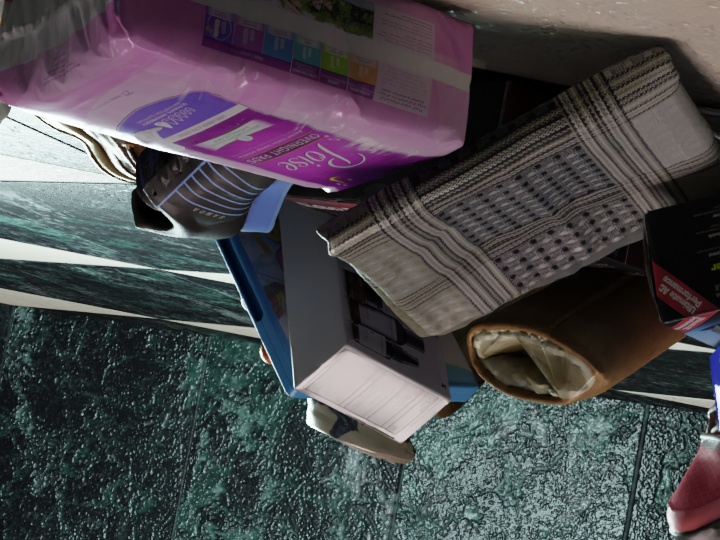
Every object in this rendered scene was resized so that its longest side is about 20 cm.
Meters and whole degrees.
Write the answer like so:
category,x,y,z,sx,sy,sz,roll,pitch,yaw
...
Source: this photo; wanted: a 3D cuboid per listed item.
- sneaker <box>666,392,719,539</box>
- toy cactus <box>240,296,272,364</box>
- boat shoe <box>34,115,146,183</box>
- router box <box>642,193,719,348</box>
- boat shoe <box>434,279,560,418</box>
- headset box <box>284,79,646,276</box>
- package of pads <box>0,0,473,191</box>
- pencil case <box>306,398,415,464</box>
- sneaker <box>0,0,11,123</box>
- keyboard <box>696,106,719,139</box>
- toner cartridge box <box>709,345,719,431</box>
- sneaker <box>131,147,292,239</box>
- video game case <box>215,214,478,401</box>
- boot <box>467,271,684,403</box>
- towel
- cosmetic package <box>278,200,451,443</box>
category,x,y,z,sx,sy,sz,roll,pitch,yaw
sneaker,0.225,0.063,1.433,0.087,0.200,0.074,45,166,-17
toy cactus,-0.068,-0.029,1.753,0.165,0.102,0.200,41,-153,-18
boat shoe,-0.119,-0.089,1.445,0.067,0.072,0.200,10,172,23
router box,0.263,-0.009,1.300,0.199,0.062,0.150,-14,164,26
boat shoe,0.089,0.007,1.635,0.066,0.200,0.074,36,145,16
headset box,0.062,-0.055,1.427,0.148,0.078,0.200,5,171,39
package of pads,-0.059,-0.097,1.182,0.199,0.076,0.120,15,162,-34
pencil case,0.022,0.028,1.681,0.078,0.201,0.089,16,-176,40
sneaker,-0.219,-0.109,1.387,0.072,0.085,0.200,12,173,6
keyboard,0.231,-0.062,1.377,0.056,0.011,0.200,6,172,35
toner cartridge box,0.240,0.034,1.244,0.095,0.043,0.200,-3,164,-6
sneaker,-0.079,-0.066,1.357,0.078,0.070,0.200,-6,157,-12
video game case,-0.022,-0.005,1.555,0.143,0.200,0.018,4,138,-41
boot,0.191,0.025,1.498,0.175,0.066,0.200,4,-157,45
towel,0.090,-0.028,1.278,0.192,0.035,0.200,-28,159,8
cosmetic package,0.000,0.000,1.502,0.082,0.200,0.051,30,124,-31
